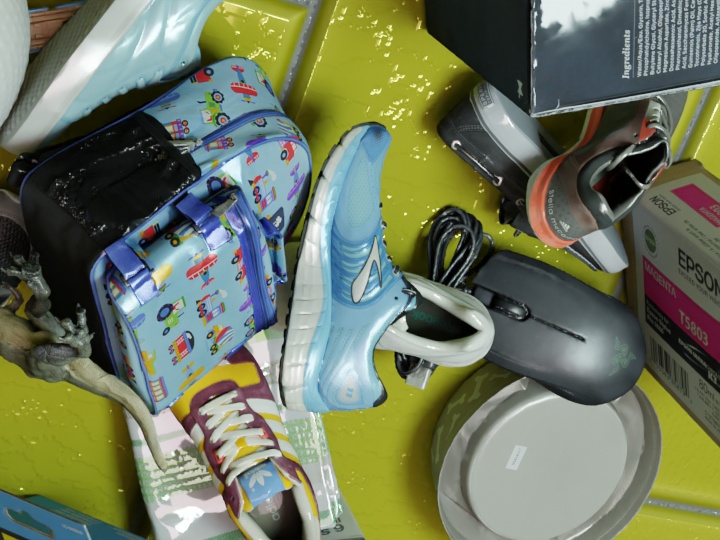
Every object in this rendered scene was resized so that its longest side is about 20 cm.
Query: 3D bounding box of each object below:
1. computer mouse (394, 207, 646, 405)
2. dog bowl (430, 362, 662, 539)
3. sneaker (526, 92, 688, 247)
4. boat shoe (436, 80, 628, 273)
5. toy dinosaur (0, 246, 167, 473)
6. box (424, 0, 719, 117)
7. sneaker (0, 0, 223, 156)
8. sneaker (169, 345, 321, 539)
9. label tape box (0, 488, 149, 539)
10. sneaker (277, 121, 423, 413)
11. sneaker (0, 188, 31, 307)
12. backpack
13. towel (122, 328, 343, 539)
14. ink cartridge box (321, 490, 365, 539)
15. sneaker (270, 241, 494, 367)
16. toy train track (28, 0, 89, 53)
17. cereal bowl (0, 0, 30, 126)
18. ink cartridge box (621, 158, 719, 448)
[{"bbox_3d":[0.133,0.046,1.111,0.198,0.053,0.140,19,86,-11],"label":"computer mouse"},{"bbox_3d":[0.148,0.152,1.211,0.198,0.059,0.202,-8,116,-16],"label":"dog bowl"},{"bbox_3d":[0.201,-0.087,1.055,0.200,0.081,0.077,-51,117,-30],"label":"sneaker"},{"bbox_3d":[0.128,-0.058,1.100,0.066,0.070,0.200,-31,128,22],"label":"boat shoe"},{"bbox_3d":[-0.194,0.044,0.912,0.047,0.199,0.089,-47,159,-41],"label":"toy dinosaur"},{"bbox_3d":[0.161,-0.200,0.959,0.194,0.200,0.125,-13,117,-13],"label":"box"},{"bbox_3d":[-0.143,-0.138,0.932,0.200,0.074,0.082,-48,117,-1],"label":"sneaker"},{"bbox_3d":[-0.082,0.124,1.048,0.075,0.090,0.201,-32,106,-6],"label":"sneaker"},{"bbox_3d":[-0.201,0.227,1.074,0.063,0.143,0.202,-39,130,-40],"label":"label tape box"},{"bbox_3d":[0.000,0.000,0.993,0.089,0.078,0.202,10,85,-4],"label":"sneaker"},{"bbox_3d":[-0.287,0.032,0.992,0.078,0.077,0.200,37,98,-28],"label":"sneaker"},{"bbox_3d":[-0.108,-0.032,0.958,0.199,0.134,0.183,-37,152,-25],"label":"backpack"},{"bbox_3d":[-0.099,0.118,1.101,0.148,0.031,0.202,-15,106,-13],"label":"towel"},{"bbox_3d":[-0.053,0.265,1.117,0.144,0.200,0.085,-13,116,-12],"label":"ink cartridge box"},{"bbox_3d":[0.003,0.020,1.049,0.198,0.080,0.071,12,85,0],"label":"sneaker"},{"bbox_3d":[-0.228,-0.155,0.949,0.198,0.033,0.116,-13,112,-19],"label":"toy train track"},{"bbox_3d":[-0.298,-0.143,0.858,0.198,0.083,0.203,-1,97,-5],"label":"cereal bowl"},{"bbox_3d":[0.275,0.032,1.112,0.074,0.200,0.166,-16,119,-11],"label":"ink cartridge box"}]
